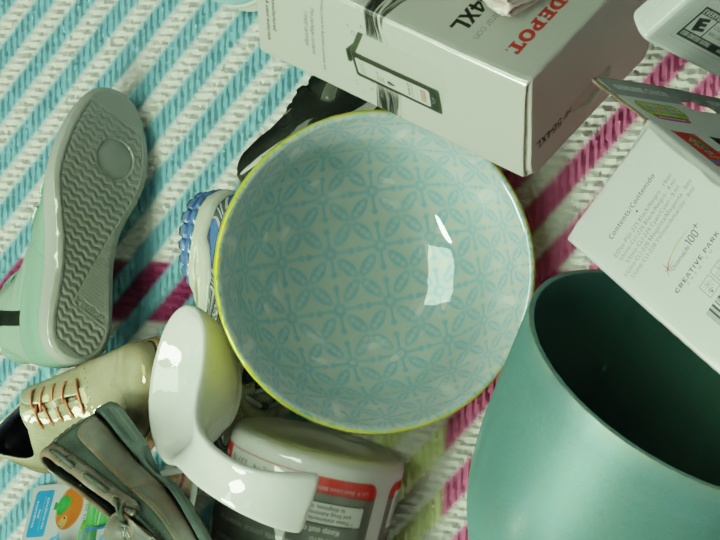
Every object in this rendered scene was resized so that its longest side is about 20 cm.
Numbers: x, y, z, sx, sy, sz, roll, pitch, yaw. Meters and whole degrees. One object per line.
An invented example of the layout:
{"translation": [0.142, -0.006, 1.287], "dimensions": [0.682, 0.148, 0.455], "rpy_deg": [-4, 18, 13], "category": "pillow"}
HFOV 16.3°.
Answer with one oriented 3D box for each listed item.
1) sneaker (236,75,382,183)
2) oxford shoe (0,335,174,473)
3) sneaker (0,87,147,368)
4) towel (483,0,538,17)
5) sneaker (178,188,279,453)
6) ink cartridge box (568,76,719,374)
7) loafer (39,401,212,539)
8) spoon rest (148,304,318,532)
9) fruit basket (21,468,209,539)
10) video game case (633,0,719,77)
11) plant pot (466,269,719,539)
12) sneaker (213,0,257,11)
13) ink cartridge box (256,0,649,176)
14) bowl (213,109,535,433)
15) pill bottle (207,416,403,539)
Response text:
{"translation": [0.003, -0.120, 1.636], "dimensions": [0.200, 0.076, 0.088], "rpy_deg": [-30, 55, 21], "category": "sneaker"}
{"translation": [-0.188, 0.098, 1.710], "dimensions": [0.200, 0.074, 0.071], "rpy_deg": [-40, 54, 50], "category": "oxford shoe"}
{"translation": [-0.216, -0.028, 1.780], "dimensions": [0.118, 0.074, 0.201], "rpy_deg": [-10, 66, 55], "category": "sneaker"}
{"translation": [0.089, -0.247, 1.519], "dimensions": [0.200, 0.191, 0.032], "rpy_deg": [39, 146, 30], "category": "towel"}
{"translation": [-0.070, 0.041, 1.669], "dimensions": [0.085, 0.077, 0.200], "rpy_deg": [-9, 82, 31], "category": "sneaker"}
{"translation": [0.214, -0.020, 1.389], "dimensions": [0.176, 0.200, 0.084], "rpy_deg": [44, 112, 29], "category": "ink cartridge box"}
{"translation": [-0.141, 0.159, 1.586], "dimensions": [0.200, 0.063, 0.072], "rpy_deg": [47, 157, 50], "category": "loafer"}
{"translation": [-0.093, 0.092, 1.551], "dimensions": [0.200, 0.061, 0.099], "rpy_deg": [45, 122, 54], "category": "spoon rest"}
{"translation": [-0.189, 0.225, 1.715], "dimensions": [0.200, 0.094, 0.185], "rpy_deg": [-7, 65, 43], "category": "fruit basket"}
{"translation": [0.272, -0.159, 1.359], "dimensions": [0.182, 0.200, 0.023], "rpy_deg": [-41, 51, 27], "category": "video game case"}
{"translation": [0.152, 0.124, 1.434], "dimensions": [0.201, 0.200, 0.161], "rpy_deg": [44, 122, 29], "category": "plant pot"}
{"translation": [-0.041, -0.239, 1.660], "dimensions": [0.200, 0.082, 0.074], "rpy_deg": [-41, 66, 27], "category": "sneaker"}
{"translation": [0.058, -0.163, 1.519], "dimensions": [0.200, 0.146, 0.084], "rpy_deg": [26, 144, 24], "category": "ink cartridge box"}
{"translation": [0.000, 0.000, 1.585], "dimensions": [0.108, 0.200, 0.200], "rpy_deg": [-176, 91, -78], "category": "bowl"}
{"translation": [-0.049, 0.204, 1.616], "dimensions": [0.114, 0.114, 0.200], "rpy_deg": [18, 97, 35], "category": "pill bottle"}
